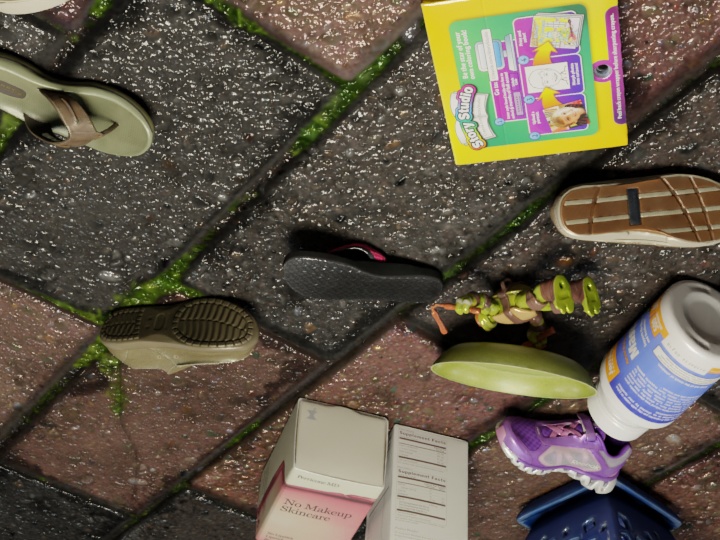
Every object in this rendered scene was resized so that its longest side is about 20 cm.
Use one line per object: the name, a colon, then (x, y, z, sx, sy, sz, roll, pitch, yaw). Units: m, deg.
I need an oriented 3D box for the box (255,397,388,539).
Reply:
box: (-0.053, 0.279, 1.721, 0.126, 0.110, 0.201, 14, 139, -11)

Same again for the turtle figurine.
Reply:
turtle figurine: (0.189, 0.042, 1.463, 0.199, 0.065, 0.160, 23, 152, -39)

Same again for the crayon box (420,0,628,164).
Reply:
crayon box: (0.155, -0.195, 1.197, 0.170, 0.059, 0.201, -5, 138, 11)

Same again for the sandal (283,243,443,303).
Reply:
sandal: (0.000, 0.000, 1.454, 0.197, 0.046, 0.075, 7, 147, -27)

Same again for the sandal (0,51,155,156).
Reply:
sandal: (-0.302, -0.152, 1.279, 0.198, 0.058, 0.080, 17, 138, -16)

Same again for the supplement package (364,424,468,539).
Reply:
supplement package: (0.073, 0.323, 1.692, 0.108, 0.202, 0.114, 15, 140, -12)

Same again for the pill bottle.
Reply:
pill bottle: (0.346, 0.112, 1.497, 0.111, 0.113, 0.201, 17, 137, -16)

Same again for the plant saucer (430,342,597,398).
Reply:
plant saucer: (0.182, 0.116, 1.525, 0.197, 0.032, 0.200, 9, 168, 2)

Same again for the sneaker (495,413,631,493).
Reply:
sneaker: (0.267, 0.218, 1.659, 0.198, 0.081, 0.089, 18, 131, -24)

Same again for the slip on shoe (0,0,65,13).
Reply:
slip on shoe: (-0.324, -0.272, 1.123, 0.197, 0.077, 0.061, 2, 147, 13)

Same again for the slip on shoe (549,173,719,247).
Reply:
slip on shoe: (0.295, -0.060, 1.347, 0.197, 0.077, 0.061, -4, 180, -4)

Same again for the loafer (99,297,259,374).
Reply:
loafer: (-0.209, 0.081, 1.535, 0.197, 0.077, 0.068, 2, 142, 17)

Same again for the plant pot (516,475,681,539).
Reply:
plant pot: (0.332, 0.399, 1.778, 0.199, 0.182, 0.199, 31, 132, -30)
